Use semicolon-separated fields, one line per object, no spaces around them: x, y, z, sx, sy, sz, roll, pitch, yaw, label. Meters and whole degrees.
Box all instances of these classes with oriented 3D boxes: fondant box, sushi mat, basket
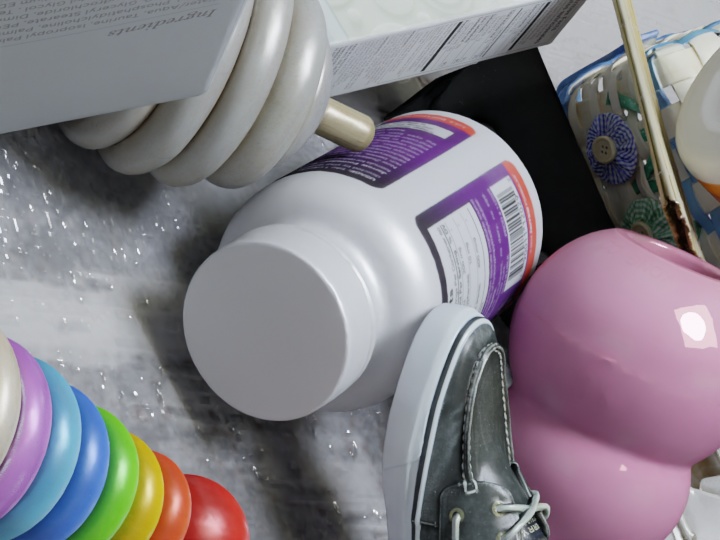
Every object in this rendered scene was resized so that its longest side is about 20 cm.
0.003;-0.168;1.393;0.199;0.058;0.145;-16;67;-39;fondant box
0.140;-0.102;1.405;0.096;0.012;0.201;55;21;-63;sushi mat
0.181;-0.055;1.569;0.139;0.200;0.177;-22;81;-19;basket

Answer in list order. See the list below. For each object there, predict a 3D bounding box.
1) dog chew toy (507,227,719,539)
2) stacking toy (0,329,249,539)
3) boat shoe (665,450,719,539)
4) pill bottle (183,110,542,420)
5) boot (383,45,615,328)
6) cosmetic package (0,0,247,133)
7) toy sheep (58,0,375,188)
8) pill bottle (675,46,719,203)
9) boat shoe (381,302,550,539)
0.113;0.084;1.352;0.124;0.201;0.125;22;10;-4;dog chew toy
-0.114;0.086;1.093;0.200;0.085;0.086;36;39;-50;stacking toy
0.187;0.133;1.528;0.071;0.070;0.201;-7;73;-59;boat shoe
0.000;0.000;1.294;0.112;0.111;0.200;62;30;-2;pill bottle
0.123;-0.032;1.465;0.201;0.164;0.066;65;24;3;boot
-0.137;-0.164;1.061;0.165;0.200;0.168;-13;73;-18;cosmetic package
-0.078;-0.101;1.234;0.199;0.138;0.138;20;47;-22;toy sheep
0.260;-0.035;1.418;0.200;0.112;0.113;42;36;-26;pill bottle
0.053;0.116;1.242;0.072;0.071;0.201;-16;111;-59;boat shoe
